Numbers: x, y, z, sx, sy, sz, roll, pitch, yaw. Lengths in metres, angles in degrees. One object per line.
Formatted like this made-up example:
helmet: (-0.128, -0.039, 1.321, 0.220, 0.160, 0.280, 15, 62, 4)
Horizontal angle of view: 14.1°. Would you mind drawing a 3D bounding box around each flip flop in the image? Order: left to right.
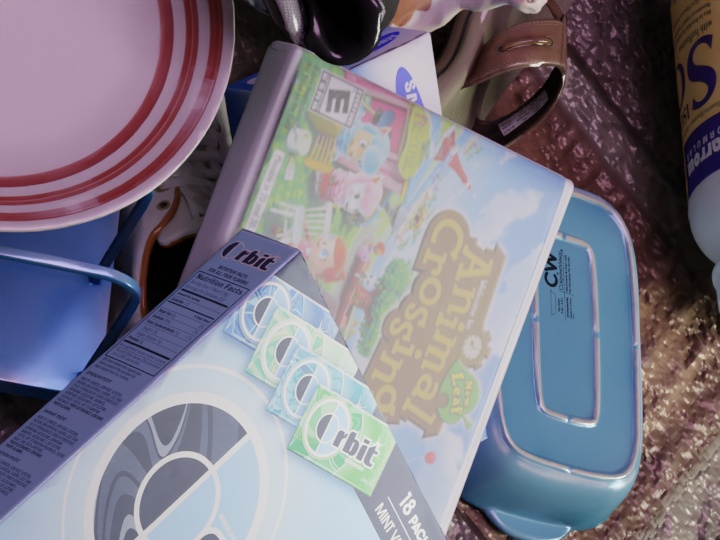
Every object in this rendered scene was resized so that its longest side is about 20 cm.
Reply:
flip flop: (0.066, -0.090, 1.419, 0.057, 0.081, 0.200, 20, 52, 21)

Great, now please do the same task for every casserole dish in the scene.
casserole dish: (0.090, 0.033, 1.421, 0.121, 0.039, 0.201, 16, 61, -32)

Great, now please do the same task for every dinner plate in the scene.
dinner plate: (-0.147, -0.104, 1.140, 0.199, 0.024, 0.201, 8, 64, -17)

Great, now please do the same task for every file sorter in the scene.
file sorter: (-0.153, -0.068, 1.206, 0.138, 0.123, 0.201, 12, 63, -16)

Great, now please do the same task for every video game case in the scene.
video game case: (-0.004, 0.025, 1.257, 0.182, 0.022, 0.201, 23, 86, -41)

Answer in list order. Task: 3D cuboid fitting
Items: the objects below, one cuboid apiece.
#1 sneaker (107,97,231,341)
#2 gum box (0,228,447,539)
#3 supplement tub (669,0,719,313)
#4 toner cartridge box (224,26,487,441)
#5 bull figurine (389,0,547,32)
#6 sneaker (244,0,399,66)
sneaker: (-0.075, -0.028, 1.293, 0.073, 0.085, 0.201, 15, 61, -30)
gum box: (-0.072, 0.111, 1.180, 0.200, 0.044, 0.170, -42, 126, -22)
supplement tub: (0.238, -0.078, 1.508, 0.145, 0.145, 0.201, 12, 64, -33)
toner cartridge box: (0.000, 0.000, 1.304, 0.095, 0.043, 0.201, -29, 119, -42)
bull figurine: (-0.015, -0.146, 1.342, 0.199, 0.065, 0.122, 27, 91, 1)
sneaker: (-0.018, -0.117, 1.185, 0.116, 0.075, 0.200, 66, 7, 30)
